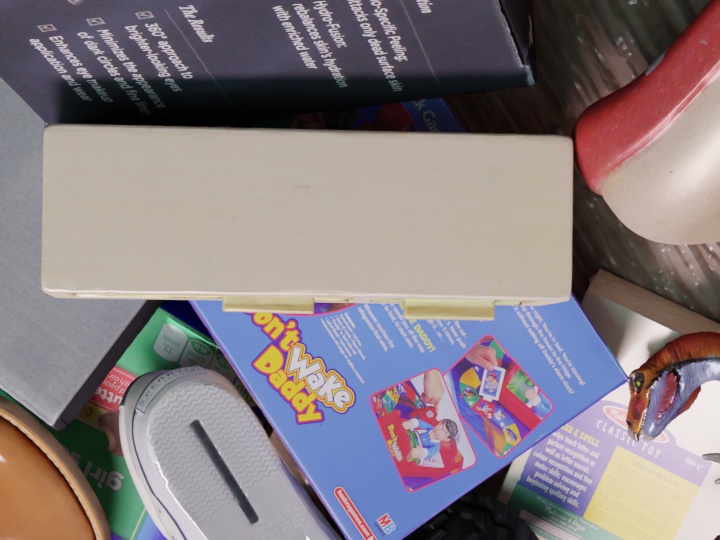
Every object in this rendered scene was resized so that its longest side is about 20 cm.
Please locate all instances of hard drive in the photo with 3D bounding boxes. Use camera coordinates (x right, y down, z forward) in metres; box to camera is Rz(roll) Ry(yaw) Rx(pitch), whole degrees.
[{"bbox_3d":[-0.168,-0.045,0.955,0.200,0.033,0.140,35,81,8],"label":"hard drive"}]

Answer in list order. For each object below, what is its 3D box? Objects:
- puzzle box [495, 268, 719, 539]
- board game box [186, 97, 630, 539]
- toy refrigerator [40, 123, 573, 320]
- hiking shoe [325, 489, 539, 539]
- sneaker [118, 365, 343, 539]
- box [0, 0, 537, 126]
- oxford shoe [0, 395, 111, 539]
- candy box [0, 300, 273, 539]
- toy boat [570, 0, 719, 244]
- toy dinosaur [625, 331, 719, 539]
[{"bbox_3d":[0.168,0.097,0.959,0.199,0.025,0.134,27,123,9],"label":"puzzle box"},{"bbox_3d":[0.000,0.000,0.911,0.134,0.045,0.201,-33,90,-5],"label":"board game box"},{"bbox_3d":[-0.022,-0.017,0.850,0.198,0.076,0.071,1,87,-5],"label":"toy refrigerator"},{"bbox_3d":[0.022,0.157,1.024,0.199,0.076,0.101,-6,130,44],"label":"hiking shoe"},{"bbox_3d":[-0.041,0.125,0.955,0.073,0.071,0.201,-27,105,-13],"label":"sneaker"},{"bbox_3d":[-0.048,-0.140,0.794,0.199,0.197,0.118,-5,73,10],"label":"box"},{"bbox_3d":[-0.154,0.138,0.974,0.071,0.071,0.201,16,134,26],"label":"oxford shoe"},{"bbox_3d":[-0.131,0.068,1.040,0.168,0.077,0.201,30,123,8],"label":"candy box"},{"bbox_3d":[0.153,-0.104,0.824,0.200,0.130,0.131,-49,61,33],"label":"toy boat"},{"bbox_3d":[0.185,0.113,0.916,0.105,0.199,0.183,-30,66,45],"label":"toy dinosaur"}]
